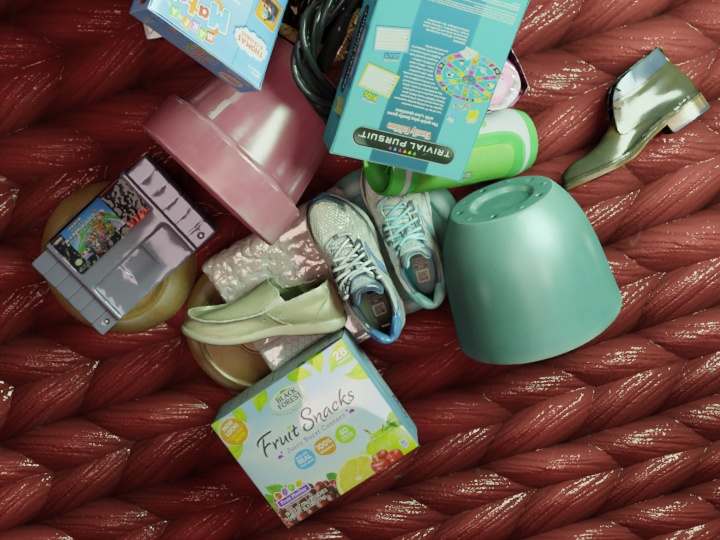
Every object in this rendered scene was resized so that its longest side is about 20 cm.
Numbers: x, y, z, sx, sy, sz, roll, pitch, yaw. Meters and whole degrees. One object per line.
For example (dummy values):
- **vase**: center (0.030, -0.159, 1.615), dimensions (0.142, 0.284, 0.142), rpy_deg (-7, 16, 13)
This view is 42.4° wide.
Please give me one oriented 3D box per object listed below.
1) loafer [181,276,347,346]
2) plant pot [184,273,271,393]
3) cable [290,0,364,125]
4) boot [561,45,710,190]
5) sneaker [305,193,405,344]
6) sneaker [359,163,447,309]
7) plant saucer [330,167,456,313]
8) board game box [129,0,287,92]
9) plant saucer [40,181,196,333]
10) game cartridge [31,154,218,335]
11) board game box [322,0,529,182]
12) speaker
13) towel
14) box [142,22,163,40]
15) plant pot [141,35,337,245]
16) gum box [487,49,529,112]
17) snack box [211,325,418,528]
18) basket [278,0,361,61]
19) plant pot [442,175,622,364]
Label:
- **loafer**: center (-0.116, 0.044, 1.113), dimensions (0.198, 0.076, 0.069), rpy_deg (-6, 105, -6)
- **plant pot**: center (-0.131, 0.075, 1.201), dimensions (0.198, 0.028, 0.202), rpy_deg (0, 105, 0)
- **cable**: center (0.027, -0.234, 0.970), dimensions (0.199, 0.051, 0.164), rpy_deg (-30, 120, 6)
- **boot**: center (0.309, -0.181, 1.119), dimensions (0.199, 0.075, 0.097), rpy_deg (-33, 92, 1)
- **sneaker**: center (0.000, 0.000, 1.094), dimensions (0.077, 0.085, 0.201), rpy_deg (-30, 104, 5)
- **sneaker**: center (0.060, -0.045, 1.110), dimensions (0.077, 0.086, 0.201), rpy_deg (-24, 104, 6)
- **plant saucer**: center (0.036, -0.034, 1.172), dimensions (0.199, 0.027, 0.202), rpy_deg (0, 105, -1)
- **board game box**: center (-0.131, -0.302, 0.918), dimensions (0.151, 0.036, 0.201), rpy_deg (31, 69, -46)
- **plant saucer**: center (-0.309, -0.010, 1.171), dimensions (0.199, 0.035, 0.202), rpy_deg (0, 105, -1)
- **game cartridge**: center (-0.289, -0.031, 1.131), dimensions (0.200, 0.038, 0.130), rpy_deg (-41, 106, 10)
- **board game box**: center (0.062, -0.202, 0.937), dimensions (0.150, 0.047, 0.201), rpy_deg (11, 116, -19)
- **speaker**: center (0.105, -0.138, 1.077), dimensions (0.199, 0.088, 0.089), rpy_deg (-12, 107, -26)
- **towel**: center (-0.067, 0.023, 1.158), dimensions (0.199, 0.032, 0.192), rpy_deg (-29, 104, 6)
- **box**: center (-0.196, -0.312, 1.003), dimensions (0.060, 0.200, 0.117), rpy_deg (-10, 104, 1)
- **plant pot**: center (-0.117, -0.160, 1.062), dimensions (0.200, 0.200, 0.179), rpy_deg (43, 86, -11)
- **gum box**: center (0.116, -0.276, 1.060), dimensions (0.066, 0.114, 0.201), rpy_deg (-29, 104, 7)
- **snack box**: center (-0.055, 0.194, 1.152), dimensions (0.199, 0.068, 0.169), rpy_deg (-33, 100, 8)
- **basket**: center (-0.039, -0.350, 1.020), dimensions (0.142, 0.149, 0.201), rpy_deg (27, 105, -8)
- **plant pot**: center (0.186, -0.013, 1.082), dimensions (0.199, 0.201, 0.162), rpy_deg (-19, 110, 5)
